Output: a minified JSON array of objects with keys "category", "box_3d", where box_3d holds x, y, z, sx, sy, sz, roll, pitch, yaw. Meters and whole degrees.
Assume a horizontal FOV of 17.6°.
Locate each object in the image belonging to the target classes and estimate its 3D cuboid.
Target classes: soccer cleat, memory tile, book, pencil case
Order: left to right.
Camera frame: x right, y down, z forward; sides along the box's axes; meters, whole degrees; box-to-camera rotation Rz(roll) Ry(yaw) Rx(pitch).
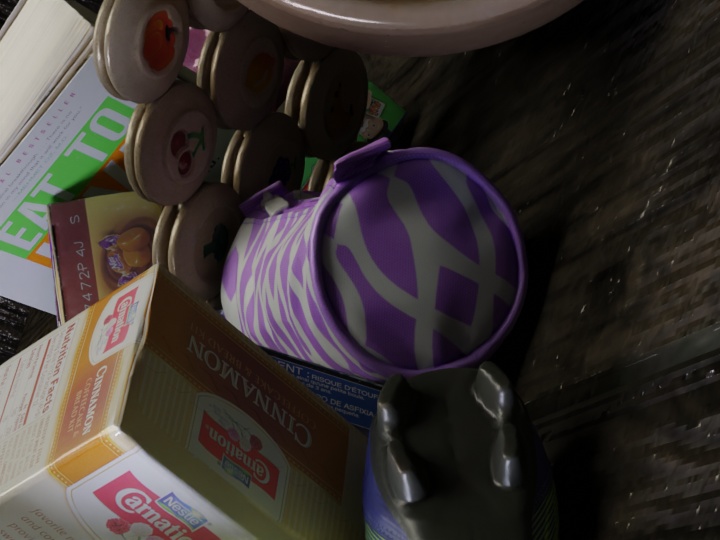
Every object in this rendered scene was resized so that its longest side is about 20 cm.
[{"category":"book","box_3d":[-0.126,-0.043,1.096,0.134,0.048,0.200,-53,-25,6]},{"category":"memory tile","box_3d":[-0.042,-0.061,0.960,0.153,0.017,0.201,-49,-40,-38]},{"category":"pencil case","box_3d":[0.000,0.000,0.860,0.086,0.084,0.200,69,165,-3]},{"category":"soccer cleat","box_3d":[0.033,0.115,0.645,0.201,0.064,0.084,-90,-8,-46]}]

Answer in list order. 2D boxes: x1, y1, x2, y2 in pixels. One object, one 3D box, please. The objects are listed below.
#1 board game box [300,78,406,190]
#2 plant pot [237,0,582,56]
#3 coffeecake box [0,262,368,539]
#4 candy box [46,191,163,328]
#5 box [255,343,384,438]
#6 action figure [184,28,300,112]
[{"category":"board game box","box_3d":[-0.048,-0.021,1.145,0.135,0.029,0.200,-53,7,-10]},{"category":"plant pot","box_3d":[0.017,-0.160,0.838,0.175,0.199,0.201,76,-150,-80]},{"category":"coffeecake box","box_3d":[-0.085,0.109,0.748,0.199,0.153,0.073,-31,32,31]},{"category":"candy box","box_3d":[-0.108,0.074,1.081,0.201,0.056,0.117,92,168,-50]},{"category":"box","box_3d":[-0.053,0.105,0.823,0.040,0.136,0.200,-83,17,-45]},{"category":"action figure","box_3d":[-0.027,-0.162,1.296,0.149,0.134,0.200,-8,-37,-55]}]
